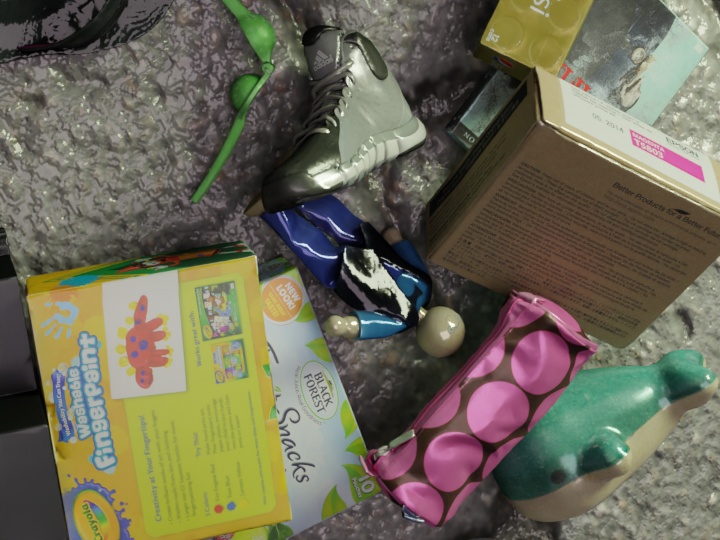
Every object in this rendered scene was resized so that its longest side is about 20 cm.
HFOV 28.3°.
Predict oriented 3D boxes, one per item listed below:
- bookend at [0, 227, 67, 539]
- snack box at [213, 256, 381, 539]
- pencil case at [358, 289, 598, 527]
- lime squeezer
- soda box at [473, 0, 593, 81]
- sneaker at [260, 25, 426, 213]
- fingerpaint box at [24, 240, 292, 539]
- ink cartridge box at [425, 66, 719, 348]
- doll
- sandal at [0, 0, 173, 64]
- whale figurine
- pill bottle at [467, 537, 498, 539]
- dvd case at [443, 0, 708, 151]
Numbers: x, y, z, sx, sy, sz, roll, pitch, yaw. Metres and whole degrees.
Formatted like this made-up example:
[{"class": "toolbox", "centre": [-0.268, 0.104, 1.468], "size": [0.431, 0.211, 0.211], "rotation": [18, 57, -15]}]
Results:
[{"class": "bookend", "centre": [-0.268, 0.093, 0.993], "size": [0.091, 0.200, 0.202], "rotation": [-10, 105, -15]}, {"class": "snack box", "centre": [-0.083, 0.111, 1.133], "size": [0.141, 0.053, 0.202], "rotation": [-25, 107, -12]}, {"class": "pencil case", "centre": [0.090, 0.104, 1.111], "size": [0.093, 0.091, 0.201], "rotation": [40, 91, -27]}, {"class": "lime squeezer", "centre": [-0.098, -0.151, 1.083], "size": [0.070, 0.038, 0.203], "rotation": [-5, 103, -17]}, {"class": "soda box", "centre": [0.161, -0.247, 1.116], "size": [0.067, 0.064, 0.202], "rotation": [25, 89, 0]}, {"class": "sneaker", "centre": [-0.030, -0.119, 1.060], "size": [0.074, 0.200, 0.117], "rotation": [-17, 99, 32]}, {"class": "fingerpaint box", "centre": [-0.147, 0.094, 1.045], "size": [0.164, 0.073, 0.203], "rotation": [-11, 103, -11]}, {"class": "ink cartridge box", "centre": [0.174, -0.044, 1.128], "size": [0.198, 0.076, 0.165], "rotation": [24, 129, -19]}, {"class": "doll", "centre": [0.000, 0.000, 1.110], "size": [0.199, 0.137, 0.048], "rotation": [40, 132, -12]}, {"class": "sandal", "centre": [-0.220, -0.186, 1.030], "size": [0.198, 0.048, 0.076], "rotation": [-20, 106, -12]}, {"class": "whale figurine", "centre": [0.192, 0.116, 1.172], "size": [0.199, 0.159, 0.104], "rotation": [-34, 99, 11]}, {"class": "pill bottle", "centre": [0.127, 0.338, 1.212], "size": [0.119, 0.120, 0.201], "rotation": [-37, 109, -7]}, {"class": "dvd case", "centre": [0.180, -0.150, 1.181], "size": [0.146, 0.022, 0.201], "rotation": [39, 89, -21]}]
